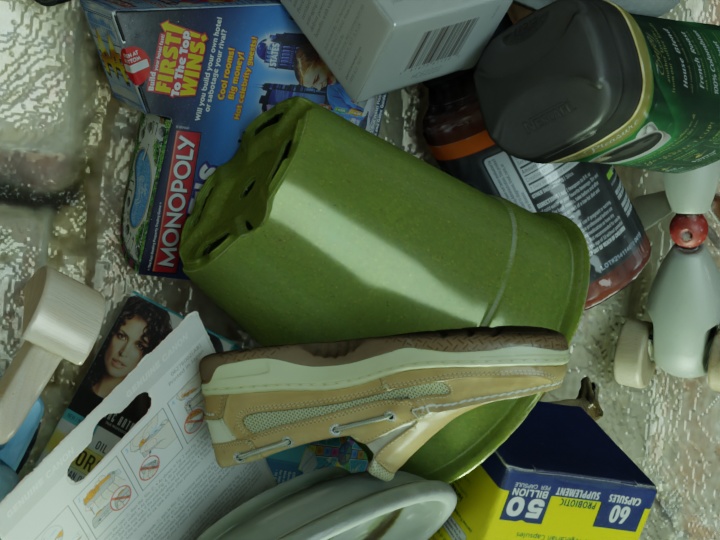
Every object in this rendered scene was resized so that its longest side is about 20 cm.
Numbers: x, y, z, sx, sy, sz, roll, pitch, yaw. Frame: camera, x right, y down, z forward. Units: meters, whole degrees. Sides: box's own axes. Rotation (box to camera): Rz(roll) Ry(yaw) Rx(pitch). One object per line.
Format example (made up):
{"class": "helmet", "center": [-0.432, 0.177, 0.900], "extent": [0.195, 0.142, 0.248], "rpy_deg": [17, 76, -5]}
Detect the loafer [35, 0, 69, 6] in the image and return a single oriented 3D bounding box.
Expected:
{"class": "loafer", "center": [-0.124, -0.216, 0.900], "extent": [0.068, 0.199, 0.071], "rpy_deg": [-40, 111, -59]}

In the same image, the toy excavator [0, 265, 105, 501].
{"class": "toy excavator", "center": [-0.215, 0.090, 0.863], "extent": [0.099, 0.200, 0.196], "rpy_deg": [29, 82, -23]}

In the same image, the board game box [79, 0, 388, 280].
{"class": "board game box", "center": [-0.086, -0.096, 0.970], "extent": [0.199, 0.062, 0.202], "rpy_deg": [8, 101, -32]}

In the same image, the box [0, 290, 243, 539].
{"class": "box", "center": [-0.149, 0.121, 0.955], "extent": [0.082, 0.049, 0.201], "rpy_deg": [25, 81, 21]}

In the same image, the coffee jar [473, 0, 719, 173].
{"class": "coffee jar", "center": [0.164, -0.112, 0.962], "extent": [0.199, 0.104, 0.086], "rpy_deg": [-1, 71, -48]}

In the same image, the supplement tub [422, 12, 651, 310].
{"class": "supplement tub", "center": [0.111, -0.074, 1.050], "extent": [0.107, 0.107, 0.201], "rpy_deg": [-34, 105, -18]}

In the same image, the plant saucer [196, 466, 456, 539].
{"class": "plant saucer", "center": [-0.042, 0.159, 0.875], "extent": [0.199, 0.200, 0.050], "rpy_deg": [-24, 70, -21]}

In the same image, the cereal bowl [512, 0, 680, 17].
{"class": "cereal bowl", "center": [0.119, -0.210, 1.000], "extent": [0.199, 0.200, 0.084], "rpy_deg": [19, 102, -24]}

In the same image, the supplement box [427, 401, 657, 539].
{"class": "supplement box", "center": [0.085, 0.191, 0.973], "extent": [0.108, 0.110, 0.201], "rpy_deg": [10, 109, -24]}

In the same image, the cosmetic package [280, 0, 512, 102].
{"class": "cosmetic package", "center": [-0.008, -0.207, 0.942], "extent": [0.101, 0.071, 0.201], "rpy_deg": [-20, 66, -34]}

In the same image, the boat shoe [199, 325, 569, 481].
{"class": "boat shoe", "center": [0.014, 0.072, 0.819], "extent": [0.198, 0.072, 0.077], "rpy_deg": [-6, 87, 17]}

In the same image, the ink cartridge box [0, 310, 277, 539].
{"class": "ink cartridge box", "center": [-0.127, 0.134, 0.877], "extent": [0.161, 0.050, 0.201], "rpy_deg": [-47, 138, -26]}

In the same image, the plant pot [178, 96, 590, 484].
{"class": "plant pot", "center": [0.000, 0.000, 0.920], "extent": [0.189, 0.200, 0.201], "rpy_deg": [35, 80, -23]}

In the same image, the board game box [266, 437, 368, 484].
{"class": "board game box", "center": [-0.021, 0.163, 1.039], "extent": [0.199, 0.047, 0.152], "rpy_deg": [13, 88, -24]}

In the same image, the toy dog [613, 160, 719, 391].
{"class": "toy dog", "center": [0.245, -0.004, 1.116], "extent": [0.131, 0.096, 0.201], "rpy_deg": [27, 116, 14]}

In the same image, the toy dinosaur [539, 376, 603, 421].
{"class": "toy dinosaur", "center": [0.089, 0.123, 1.029], "extent": [0.200, 0.058, 0.101], "rpy_deg": [-39, 108, -17]}
